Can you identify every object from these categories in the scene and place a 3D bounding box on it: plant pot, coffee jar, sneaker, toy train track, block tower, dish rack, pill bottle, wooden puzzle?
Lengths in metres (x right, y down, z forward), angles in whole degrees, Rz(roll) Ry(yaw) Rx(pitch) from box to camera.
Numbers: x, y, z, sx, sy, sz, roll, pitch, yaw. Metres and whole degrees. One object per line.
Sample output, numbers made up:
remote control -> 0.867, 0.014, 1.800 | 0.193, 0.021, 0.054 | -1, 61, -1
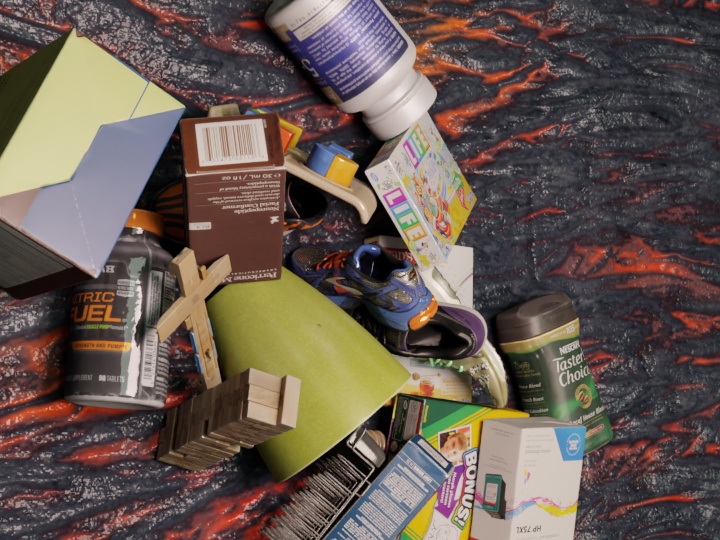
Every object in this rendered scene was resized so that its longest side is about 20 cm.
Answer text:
plant pot -> -0.078, 0.093, 1.610 | 0.187, 0.187, 0.200 | -38, 90, -32
coffee jar -> 0.240, 0.133, 1.861 | 0.104, 0.085, 0.201 | -21, 95, -34
sneaker -> -0.124, -0.075, 1.624 | 0.199, 0.112, 0.078 | -7, 88, -35
toy train track -> -0.173, 0.053, 1.518 | 0.115, 0.032, 0.201 | -48, 147, -34
sneaker -> 0.096, 0.087, 1.735 | 0.088, 0.077, 0.200 | -36, 89, -5
block tower -> -0.139, 0.154, 1.531 | 0.058, 0.200, 0.054 | 21, 60, -30
sneaker -> 0.038, 0.059, 1.666 | 0.088, 0.199, 0.076 | -26, 120, -73
dish rack -> -0.057, 0.260, 1.602 | 0.054, 0.153, 0.200 | 41, 72, -2
pill bottle -> -0.245, 0.039, 1.532 | 0.106, 0.106, 0.201 | 10, 78, -33
sneaker -> 0.000, 0.000, 1.653 | 0.075, 0.199, 0.079 | -44, 134, -35
wooden puzzle -> -0.063, -0.128, 1.601 | 0.199, 0.185, 0.046 | 32, 98, -1
pill bottle -> -0.006, -0.254, 1.724 | 0.200, 0.119, 0.120 | 49, 61, -18

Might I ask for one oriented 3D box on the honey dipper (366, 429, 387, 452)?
honey dipper -> 0.062, 0.215, 1.762 | 0.199, 0.038, 0.038 | 14, 76, -36

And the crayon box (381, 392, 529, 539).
crayon box -> 0.105, 0.253, 1.741 | 0.172, 0.058, 0.201 | 11, 88, -38

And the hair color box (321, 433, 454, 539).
hair color box -> 0.015, 0.274, 1.622 | 0.060, 0.100, 0.200 | 42, 94, 7

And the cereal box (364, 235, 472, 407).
cereal box -> 0.069, 0.065, 1.781 | 0.143, 0.039, 0.201 | 6, 80, -34

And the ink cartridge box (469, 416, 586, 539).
ink cartridge box -> 0.193, 0.276, 1.736 | 0.116, 0.067, 0.201 | 3, 94, -42

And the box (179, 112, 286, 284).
box -> -0.129, -0.067, 1.495 | 0.099, 0.200, 0.075 | -5, 59, -7

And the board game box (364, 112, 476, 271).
board game box -> 0.074, -0.099, 1.746 | 0.135, 0.034, 0.200 | 59, 24, -14

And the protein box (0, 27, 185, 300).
protein box -> -0.305, -0.097, 1.450 | 0.135, 0.200, 0.199 | 35, 66, -25
